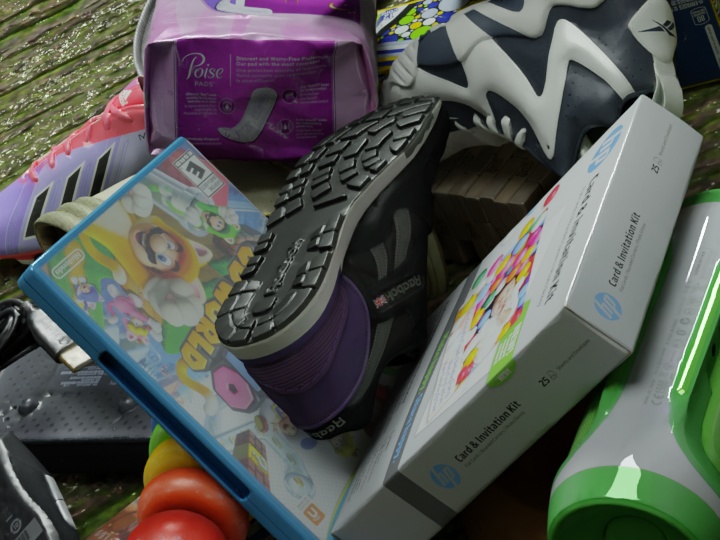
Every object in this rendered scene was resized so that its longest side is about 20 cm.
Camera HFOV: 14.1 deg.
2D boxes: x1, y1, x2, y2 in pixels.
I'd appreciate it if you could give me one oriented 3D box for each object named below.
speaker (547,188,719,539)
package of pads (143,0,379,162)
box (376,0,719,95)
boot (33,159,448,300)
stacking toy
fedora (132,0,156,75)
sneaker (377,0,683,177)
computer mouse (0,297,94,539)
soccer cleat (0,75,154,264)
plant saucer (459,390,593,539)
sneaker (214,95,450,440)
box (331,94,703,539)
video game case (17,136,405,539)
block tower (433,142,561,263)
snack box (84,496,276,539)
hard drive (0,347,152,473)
[{"bbox_3d":[0.145,0.055,1.287,0.088,0.089,0.200,-4,40,29],"label":"speaker"},{"bbox_3d":[-0.051,-0.123,1.560,0.120,0.076,0.200,0,23,0],"label":"package of pads"},{"bbox_3d":[0.109,-0.128,1.636,0.200,0.064,0.070,-14,35,17],"label":"box"},{"bbox_3d":[-0.063,-0.010,1.517,0.155,0.072,0.200,-28,39,-26],"label":"boot"},{"bbox_3d":[-0.075,0.092,1.408,0.085,0.085,0.200,-11,33,21],"label":"stacking toy"},{"bbox_3d":[-0.073,-0.204,1.828,0.177,0.090,0.200,1,43,34],"label":"fedora"},{"bbox_3d":[0.090,-0.071,1.464,0.199,0.079,0.130,-33,62,35],"label":"sneaker"},{"bbox_3d":[-0.166,0.106,1.478,0.141,0.046,0.200,-52,42,9],"label":"computer mouse"},{"bbox_3d":[-0.145,-0.072,1.713,0.200,0.077,0.067,-24,34,2],"label":"soccer cleat"},{"bbox_3d":[0.136,0.073,1.377,0.200,0.037,0.200,-17,36,13],"label":"plant saucer"},{"bbox_3d":[0.000,0.000,1.418,0.076,0.088,0.200,-12,34,39],"label":"sneaker"},{"bbox_3d":[0.072,0.032,1.342,0.200,0.041,0.156,-46,13,42],"label":"box"},{"bbox_3d":[-0.053,0.039,1.402,0.018,0.200,0.143,-46,0,41],"label":"video game case"},{"bbox_3d":[0.062,-0.040,1.558,0.200,0.058,0.054,8,47,41],"label":"block tower"},{"bbox_3d":[-0.052,0.151,1.403,0.072,0.024,0.200,-37,35,-22],"label":"snack box"},{"bbox_3d":[-0.117,0.035,1.583,0.135,0.042,0.200,-3,39,29],"label":"hard drive"}]
